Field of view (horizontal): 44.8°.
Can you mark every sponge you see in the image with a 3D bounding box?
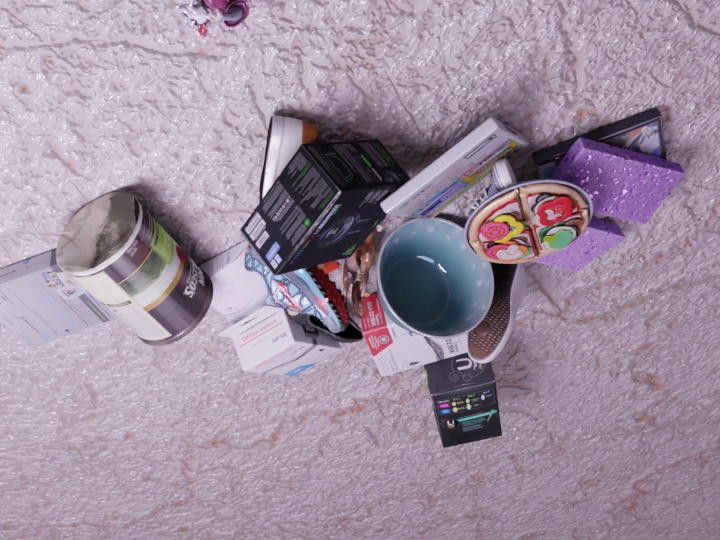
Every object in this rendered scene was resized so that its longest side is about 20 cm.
[{"bbox_3d":[0.346,-0.049,1.454,0.199,0.030,0.111,8,142,-45],"label":"sponge"},{"bbox_3d":[0.395,-0.137,1.363,0.199,0.030,0.112,10,133,-22],"label":"sponge"}]

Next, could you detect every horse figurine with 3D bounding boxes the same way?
[{"bbox_3d":[0.000,0.000,1.423,0.050,0.133,0.200,7,147,-5],"label":"horse figurine"}]

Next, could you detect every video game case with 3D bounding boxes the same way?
[{"bbox_3d":[0.141,-0.143,1.276,0.200,0.022,0.182,-37,166,20],"label":"video game case"},{"bbox_3d":[0.389,-0.153,1.396,0.199,0.026,0.181,-20,137,9],"label":"video game case"}]

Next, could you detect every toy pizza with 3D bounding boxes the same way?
[{"bbox_3d":[0.256,-0.064,1.322,0.199,0.032,0.201,-7,145,-5],"label":"toy pizza"}]

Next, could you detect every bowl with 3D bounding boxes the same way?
[{"bbox_3d":[0.107,0.025,1.426,0.200,0.202,0.105,4,162,-17],"label":"bowl"}]

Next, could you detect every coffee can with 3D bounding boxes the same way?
[{"bbox_3d":[-0.336,0.001,1.314,0.146,0.147,0.200,-23,137,13],"label":"coffee can"}]

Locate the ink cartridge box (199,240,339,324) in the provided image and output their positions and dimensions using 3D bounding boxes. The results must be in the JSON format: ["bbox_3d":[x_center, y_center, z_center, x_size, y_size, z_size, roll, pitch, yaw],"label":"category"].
[{"bbox_3d":[-0.156,0.013,1.443,0.199,0.057,0.163,-25,137,21],"label":"ink cartridge box"}]

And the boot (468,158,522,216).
[{"bbox_3d":[0.209,-0.099,1.363,0.090,0.073,0.200,-18,151,12],"label":"boot"}]

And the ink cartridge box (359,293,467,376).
[{"bbox_3d":[0.109,0.095,1.563,0.199,0.084,0.145,-17,138,5],"label":"ink cartridge box"}]

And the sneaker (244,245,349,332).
[{"bbox_3d":[-0.102,0.029,1.375,0.095,0.079,0.200,-43,89,19],"label":"sneaker"}]

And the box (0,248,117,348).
[{"bbox_3d":[-0.488,0.040,1.404,0.199,0.041,0.156,-20,137,8],"label":"box"}]

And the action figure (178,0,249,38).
[{"bbox_3d":[-0.160,-0.360,1.020,0.149,0.134,0.200,-37,171,-38],"label":"action figure"}]

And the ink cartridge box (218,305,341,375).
[{"bbox_3d":[-0.136,0.124,1.501,0.116,0.067,0.200,-31,158,21],"label":"ink cartridge box"}]

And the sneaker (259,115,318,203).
[{"bbox_3d":[-0.103,-0.131,1.276,0.084,0.073,0.201,4,135,-13],"label":"sneaker"}]

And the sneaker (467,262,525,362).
[{"bbox_3d":[0.243,0.072,1.490,0.073,0.201,0.085,13,162,32],"label":"sneaker"}]

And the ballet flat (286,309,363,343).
[{"bbox_3d":[-0.060,0.073,1.480,0.057,0.067,0.200,11,167,36],"label":"ballet flat"}]

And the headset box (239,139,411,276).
[{"bbox_3d":[-0.043,-0.094,1.254,0.174,0.093,0.200,-49,162,30],"label":"headset box"}]

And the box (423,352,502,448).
[{"bbox_3d":[0.191,0.218,1.668,0.124,0.149,0.200,-13,138,3],"label":"box"}]
